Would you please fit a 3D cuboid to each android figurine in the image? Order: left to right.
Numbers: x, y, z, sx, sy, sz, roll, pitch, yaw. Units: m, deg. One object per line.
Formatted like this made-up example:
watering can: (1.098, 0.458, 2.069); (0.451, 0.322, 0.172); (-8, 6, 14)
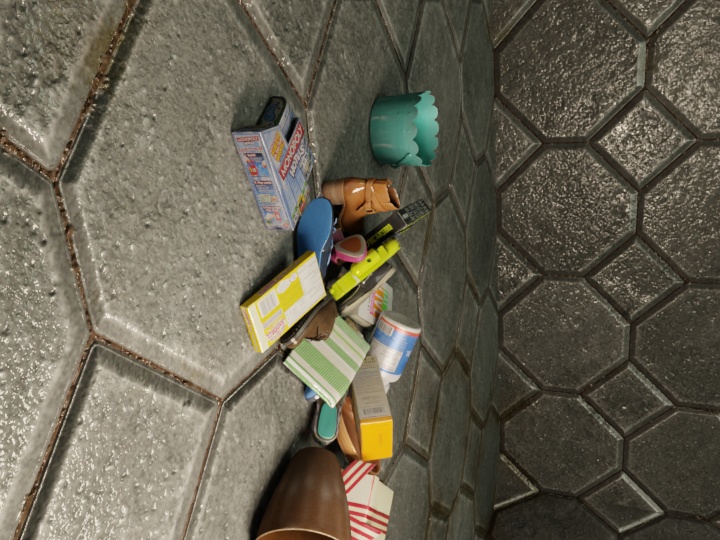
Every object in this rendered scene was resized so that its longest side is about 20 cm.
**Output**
android figurine: (0.000, 0.000, 1.456); (0.041, 0.200, 0.182); (53, -7, 2)

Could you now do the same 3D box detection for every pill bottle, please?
pill bottle: (0.066, 0.212, 1.657); (0.201, 0.112, 0.112); (-67, 161, 12)

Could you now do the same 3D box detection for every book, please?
book: (0.027, 0.078, 1.692); (0.200, 0.048, 0.135); (38, 57, -60)

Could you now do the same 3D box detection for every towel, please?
towel: (-0.068, 0.175, 1.384); (0.153, 0.023, 0.200); (44, 38, -9)

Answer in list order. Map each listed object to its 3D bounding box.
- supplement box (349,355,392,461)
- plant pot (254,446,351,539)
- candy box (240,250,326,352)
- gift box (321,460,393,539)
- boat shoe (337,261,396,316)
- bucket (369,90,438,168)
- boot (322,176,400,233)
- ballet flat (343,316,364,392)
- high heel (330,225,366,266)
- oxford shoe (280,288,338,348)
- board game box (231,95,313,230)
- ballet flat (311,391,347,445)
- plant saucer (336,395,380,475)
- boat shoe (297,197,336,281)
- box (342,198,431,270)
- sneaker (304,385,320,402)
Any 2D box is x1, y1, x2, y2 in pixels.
supplement box: (0.019, 0.308, 1.480); (0.201, 0.073, 0.127); (-104, -170, -54)
plant pot: (-0.101, 0.459, 1.285); (0.201, 0.185, 0.188); (-84, 163, -48)
candy box: (-0.141, 0.055, 1.234); (0.200, 0.026, 0.103); (-43, 133, -42)
gift box: (-0.025, 0.522, 1.425); (0.187, 0.199, 0.186); (55, 39, -55)
boat shoe: (0.003, 0.037, 1.569); (0.200, 0.063, 0.073); (-40, 174, -35)
bucket: (0.117, -0.370, 1.726); (0.207, 0.134, 0.209); (3, 90, -67)
boot: (0.018, -0.149, 1.480); (0.200, 0.154, 0.077); (60, 34, -53)
ballet flat: (-0.006, 0.207, 1.591); (0.071, 0.065, 0.201); (-47, 136, -60)
high heel: (-0.027, -0.028, 1.397); (0.067, 0.200, 0.097); (-24, 115, -19)
oxford shoe: (-0.093, 0.112, 1.327); (0.085, 0.072, 0.200); (60, 33, -8)
board game box: (-0.150, -0.213, 1.187); (0.200, 0.061, 0.201); (65, 35, -50)
ballet flat: (-0.071, 0.299, 1.456); (0.072, 0.071, 0.201); (69, 25, -45)
plant saucer: (-0.014, 0.389, 1.533); (0.201, 0.037, 0.200); (59, 11, -18)
boat shoe: (-0.096, -0.054, 1.346); (0.069, 0.084, 0.201); (-32, 138, -72)
box: (0.060, -0.089, 1.565); (0.048, 0.193, 0.200); (52, 27, 3)
sneaker: (-0.081, 0.198, 1.430); (0.079, 0.066, 0.200); (53, 44, -19)
